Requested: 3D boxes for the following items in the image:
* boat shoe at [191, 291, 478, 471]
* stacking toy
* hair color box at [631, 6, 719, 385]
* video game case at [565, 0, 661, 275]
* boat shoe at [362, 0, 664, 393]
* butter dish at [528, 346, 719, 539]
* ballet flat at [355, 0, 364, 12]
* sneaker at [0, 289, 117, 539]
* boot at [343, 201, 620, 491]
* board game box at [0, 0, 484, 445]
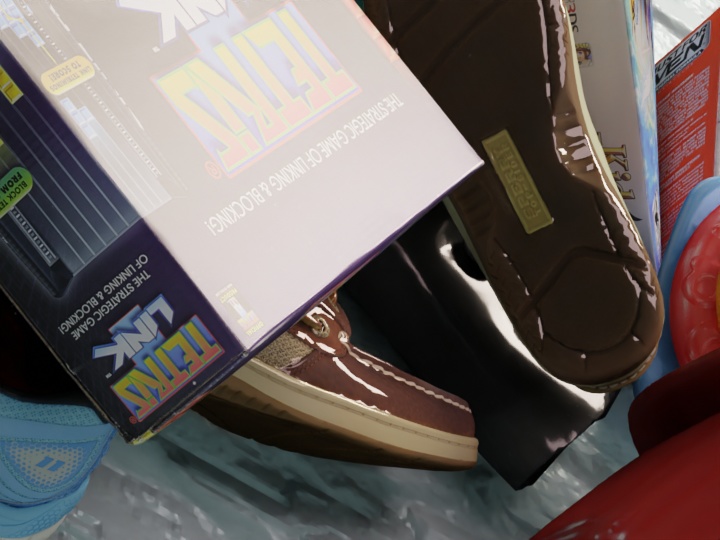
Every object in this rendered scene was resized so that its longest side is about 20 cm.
[{"bbox_3d":[-0.036,0.013,0.993,0.199,0.072,0.072,23,76,-30],"label":"boat shoe"},{"bbox_3d":[0.180,0.006,1.073,0.116,0.200,0.110,19,77,-5],"label":"stacking toy"},{"bbox_3d":[0.168,-0.012,1.273,0.101,0.061,0.200,35,37,-19],"label":"hair color box"},{"bbox_3d":[0.092,-0.123,1.217,0.200,0.045,0.182,-86,167,-47],"label":"video game case"},{"bbox_3d":[0.052,-0.048,1.079,0.076,0.071,0.201,52,20,-77],"label":"boat shoe"},{"bbox_3d":[0.109,0.141,0.985,0.147,0.200,0.200,-24,85,-14],"label":"butter dish"},{"bbox_3d":[-0.036,-0.144,1.176,0.200,0.073,0.073,36,35,-6],"label":"ballet flat"},{"bbox_3d":[-0.146,-0.008,0.897,0.200,0.090,0.078,42,35,-9],"label":"sneaker"},{"bbox_3d":[0.001,0.000,1.083,0.200,0.066,0.165,53,36,0],"label":"boot"},{"bbox_3d":[-0.062,-0.056,0.922,0.165,0.057,0.200,50,28,0],"label":"board game box"}]
